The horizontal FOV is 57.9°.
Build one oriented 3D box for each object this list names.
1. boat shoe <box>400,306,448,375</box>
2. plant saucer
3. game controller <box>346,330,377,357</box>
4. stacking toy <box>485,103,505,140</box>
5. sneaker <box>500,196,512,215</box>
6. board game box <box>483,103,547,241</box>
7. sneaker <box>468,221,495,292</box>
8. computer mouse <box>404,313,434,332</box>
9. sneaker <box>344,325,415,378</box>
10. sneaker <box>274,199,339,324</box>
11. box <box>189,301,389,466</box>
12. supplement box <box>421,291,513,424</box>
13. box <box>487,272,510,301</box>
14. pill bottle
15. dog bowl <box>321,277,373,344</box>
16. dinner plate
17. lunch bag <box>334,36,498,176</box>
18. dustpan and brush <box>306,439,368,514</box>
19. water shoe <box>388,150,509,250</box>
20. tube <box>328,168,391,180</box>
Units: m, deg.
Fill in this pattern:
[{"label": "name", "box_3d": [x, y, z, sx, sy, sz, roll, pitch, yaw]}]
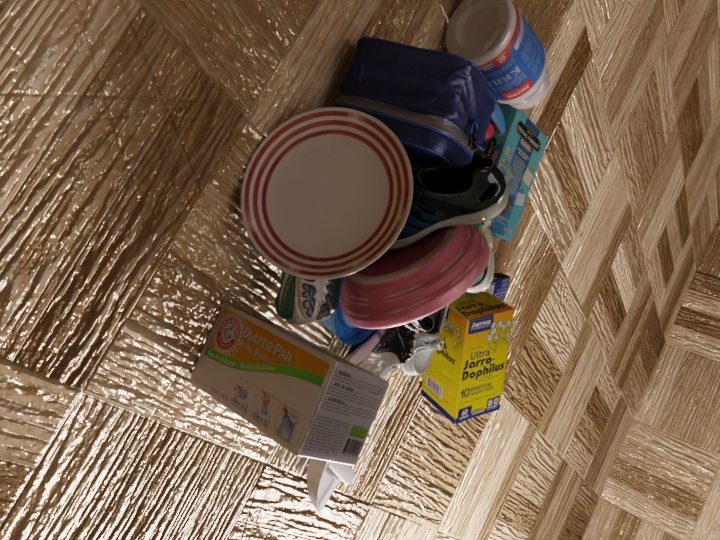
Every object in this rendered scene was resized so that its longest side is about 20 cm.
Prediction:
[{"label": "boat shoe", "box_3d": [0.113, 0.080, 1.076, 0.073, 0.064, 0.207, 8, 99, -42]}, {"label": "plant saucer", "box_3d": [0.058, -0.009, 0.796, 0.200, 0.198, 0.052, -43, 118, -30]}, {"label": "game controller", "box_3d": [0.017, 0.128, 1.005, 0.104, 0.042, 0.204, 34, 80, -52]}, {"label": "stacking toy", "box_3d": [0.115, -0.170, 0.959, 0.203, 0.109, 0.115, -59, 150, 5]}, {"label": "sneaker", "box_3d": [0.149, -0.113, 0.940, 0.104, 0.060, 0.200, -42, 144, 3]}, {"label": "board game box", "box_3d": [0.258, -0.171, 1.167, 0.150, 0.046, 0.204, 19, 90, -53]}, {"label": "sneaker", "box_3d": [0.163, -0.065, 1.030, 0.078, 0.078, 0.205, 4, 66, -16]}, {"label": "computer mouse", "box_3d": [0.099, -0.013, 0.952, 0.109, 0.043, 0.204, 35, 68, -41]}, {"label": "sneaker", "box_3d": [0.011, 0.131, 0.932, 0.200, 0.071, 0.073, -44, 120, -38]}, {"label": "sneaker", "box_3d": [-0.067, -0.038, 0.788, 0.077, 0.078, 0.205, 24, 68, -43]}, {"label": "box", "box_3d": [-0.086, 0.127, 0.746, 0.112, 0.197, 0.103, 31, 82, -50]}, {"label": "supplement box", "box_3d": [0.186, 0.147, 1.150, 0.107, 0.109, 0.205, -10, 115, -28]}, {"label": "box", "box_3d": [0.233, 0.111, 1.275, 0.120, 0.032, 0.205, -10, 114, -48]}, {"label": "pill bottle", "box_3d": [0.220, -0.325, 0.996, 0.198, 0.111, 0.115, 19, 92, -52]}, {"label": "dog bowl", "box_3d": [0.000, 0.000, 0.920, 0.111, 0.049, 0.204, 18, 92, -53]}, {"label": "dinner plate", "box_3d": [-0.038, -0.086, 0.725, 0.203, 0.197, 0.024, -60, 164, -11]}, {"label": "lunch bag", "box_3d": [0.068, -0.184, 0.798, 0.135, 0.197, 0.135, 20, 93, -57]}, {"label": "dustpan and brush", "box_3d": [-0.043, 0.286, 0.985, 0.141, 0.056, 0.201, -53, 140, -21]}, {"label": "water shoe", "box_3d": [0.070, -0.086, 0.754, 0.079, 0.196, 0.073, 51, 33, -40]}, {"label": "tube", "box_3d": [0.024, -0.114, 0.836, 0.200, 0.075, 0.052, -14, 109, -74]}]
